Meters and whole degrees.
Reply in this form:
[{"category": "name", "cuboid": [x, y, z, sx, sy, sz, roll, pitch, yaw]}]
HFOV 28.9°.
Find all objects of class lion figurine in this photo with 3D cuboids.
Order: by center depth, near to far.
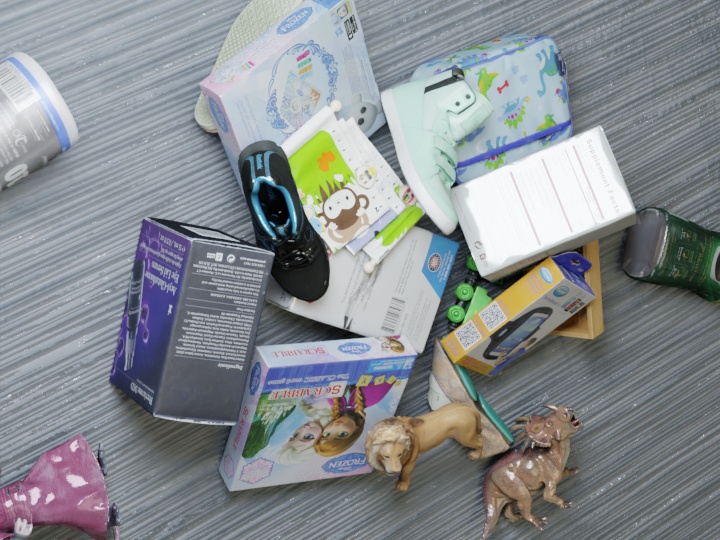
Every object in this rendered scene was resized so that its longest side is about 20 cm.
[{"category": "lion figurine", "cuboid": [0.083, 0.201, 1.711, 0.200, 0.072, 0.123, -26, 144, -31]}]

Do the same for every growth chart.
[{"category": "growth chart", "cuboid": [-0.016, -0.092, 1.599, 0.200, 0.018, 0.145, 46, 73, -26]}]

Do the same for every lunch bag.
[{"category": "lunch bag", "cuboid": [0.168, -0.200, 1.741, 0.200, 0.082, 0.161, -21, 113, -24]}]

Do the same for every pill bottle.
[{"category": "pill bottle", "cuboid": [-0.397, -0.124, 1.409, 0.200, 0.114, 0.114, -36, 116, -19]}]

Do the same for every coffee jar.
[{"category": "coffee jar", "cuboid": [0.465, -0.017, 1.948, 0.200, 0.085, 0.105, 15, 89, -31]}]

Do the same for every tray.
[{"category": "tray", "cuboid": [0.261, -0.015, 1.821, 0.037, 0.098, 0.201, -24, 113, -50]}]

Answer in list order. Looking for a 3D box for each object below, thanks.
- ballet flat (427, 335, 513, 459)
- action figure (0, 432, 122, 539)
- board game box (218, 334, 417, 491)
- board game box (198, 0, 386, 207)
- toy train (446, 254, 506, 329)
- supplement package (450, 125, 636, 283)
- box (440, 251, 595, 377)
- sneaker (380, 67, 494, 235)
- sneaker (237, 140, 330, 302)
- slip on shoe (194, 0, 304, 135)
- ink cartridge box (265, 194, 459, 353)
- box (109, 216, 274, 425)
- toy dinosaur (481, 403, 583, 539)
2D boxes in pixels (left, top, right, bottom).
[{"category": "ballet flat", "cuboid": [0.128, 0.173, 1.810, 0.067, 0.068, 0.200, -30, 115, 9]}, {"category": "action figure", "cuboid": [-0.373, 0.253, 1.534, 0.199, 0.134, 0.149, -15, 151, -14]}, {"category": "board game box", "cuboid": [-0.052, 0.170, 1.665, 0.200, 0.041, 0.200, -3, 130, -29]}, {"category": "board game box", "cuboid": [-0.071, -0.188, 1.576, 0.199, 0.043, 0.200, -43, 142, -22]}, {"category": "toy train", "cuboid": [0.167, -0.013, 1.793, 0.056, 0.042, 0.200, 22, 89, 1]}, {"category": "supplement package", "cuboid": [0.224, -0.078, 1.703, 0.200, 0.117, 0.118, -22, 81, 9]}, {"category": "box", "cuboid": [0.208, 0.054, 1.750, 0.200, 0.042, 0.119, -37, 153, 16]}, {"category": "sneaker", "cuboid": [0.104, -0.145, 1.598, 0.118, 0.201, 0.074, -23, 154, 12]}, {"category": "sneaker", "cuboid": [-0.087, -0.039, 1.529, 0.073, 0.082, 0.200, -20, 120, 5]}, {"category": "slip on shoe", "cuboid": [-0.117, -0.238, 1.579, 0.061, 0.074, 0.200, 33, 83, -52]}, {"category": "ink cartridge box", "cuboid": [0.000, 0.000, 1.682, 0.200, 0.084, 0.145, 20, 90, -32]}, {"category": "box", "cuboid": [-0.189, 0.055, 1.548, 0.104, 0.148, 0.201, 10, 95, -31]}, {"category": "toy dinosaur", "cuboid": [0.219, 0.266, 1.874, 0.200, 0.086, 0.136, -37, 107, -1]}]
